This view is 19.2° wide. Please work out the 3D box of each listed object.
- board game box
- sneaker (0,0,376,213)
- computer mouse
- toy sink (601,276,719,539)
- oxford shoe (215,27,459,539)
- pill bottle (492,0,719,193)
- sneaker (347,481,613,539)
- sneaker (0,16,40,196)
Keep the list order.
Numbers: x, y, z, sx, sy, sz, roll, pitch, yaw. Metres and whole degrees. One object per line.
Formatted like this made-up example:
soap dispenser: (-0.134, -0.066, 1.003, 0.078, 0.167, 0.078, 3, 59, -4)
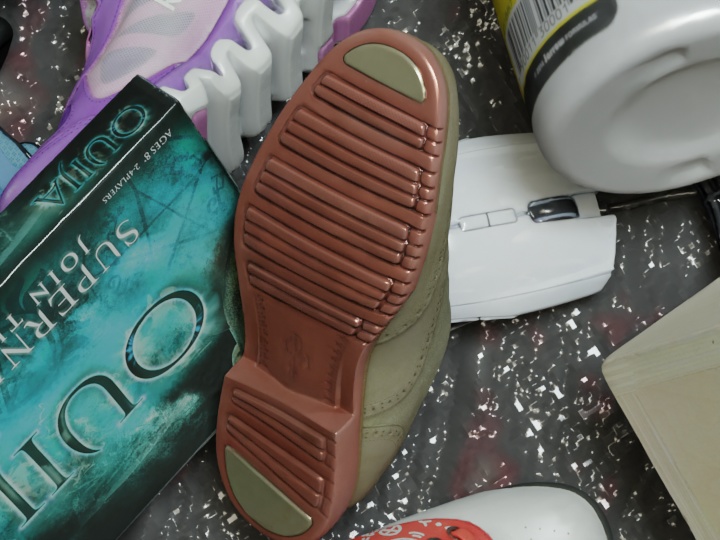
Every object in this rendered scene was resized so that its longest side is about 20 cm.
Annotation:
board game box: (-0.110, 0.047, 0.730, 0.200, 0.135, 0.028, -47, 51, -12)
sneaker: (-0.075, -0.080, 0.795, 0.088, 0.081, 0.200, 32, 61, 14)
computer mouse: (0.060, -0.016, 0.810, 0.199, 0.044, 0.110, -15, 81, -4)
toy sink: (0.200, 0.031, 0.697, 0.130, 0.200, 0.112, -32, 94, -30)
oxford shoe: (0.000, 0.000, 0.747, 0.071, 0.201, 0.074, 33, 36, 23)
pill bottle: (0.095, -0.140, 0.782, 0.114, 0.114, 0.201, -12, 63, -3)
sneaker: (0.001, 0.125, 0.749, 0.200, 0.108, 0.068, -18, 80, -4)
sneaker: (-0.141, -0.009, 0.790, 0.089, 0.078, 0.201, -14, 82, -10)
